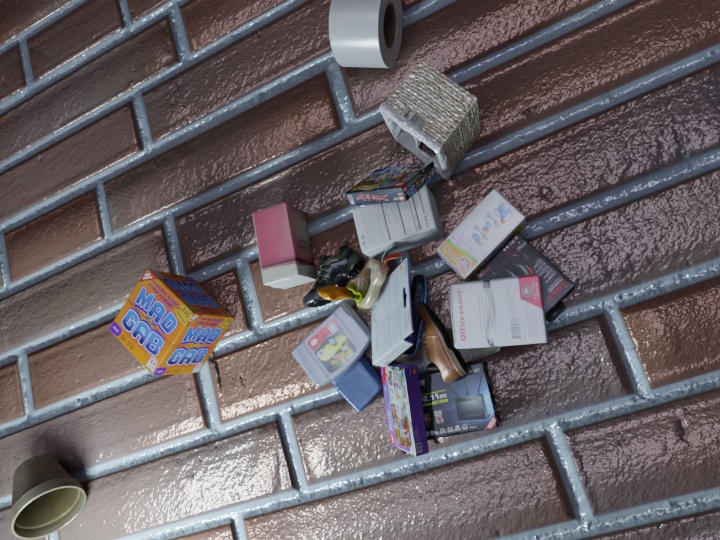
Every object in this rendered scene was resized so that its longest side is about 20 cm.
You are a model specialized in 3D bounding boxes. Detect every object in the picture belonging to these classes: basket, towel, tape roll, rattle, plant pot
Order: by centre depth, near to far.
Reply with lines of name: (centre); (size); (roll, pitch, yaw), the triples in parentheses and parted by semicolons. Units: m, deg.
basket: (0.181, -0.366, 1.363); (0.198, 0.200, 0.161); (42, 91, 19)
rattle: (0.000, 0.000, 1.363); (0.141, 0.201, 0.131); (26, 51, -5)
towel: (-0.029, 0.259, 1.430); (0.112, 0.048, 0.200); (-45, 70, 5)
tape roll: (0.017, -0.641, 1.451); (0.137, 0.202, 0.206); (9, 86, 19)
plant pot: (-0.949, 0.658, 1.645); (0.173, 0.199, 0.201); (39, 96, 36)

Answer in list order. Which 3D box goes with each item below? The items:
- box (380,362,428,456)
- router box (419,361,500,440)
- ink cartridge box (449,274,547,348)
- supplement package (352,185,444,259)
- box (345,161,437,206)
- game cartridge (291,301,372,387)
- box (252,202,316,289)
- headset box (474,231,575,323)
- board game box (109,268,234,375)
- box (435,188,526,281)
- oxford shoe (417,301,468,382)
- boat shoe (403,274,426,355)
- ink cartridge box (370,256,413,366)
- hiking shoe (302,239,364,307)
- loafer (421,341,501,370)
box: (0.103, 0.326, 1.321); (0.039, 0.137, 0.203); (-6, 88, -23)
router box: (0.222, 0.314, 1.326); (0.197, 0.062, 0.152); (-16, 77, 17)
ink cartridge box: (0.308, 0.095, 1.234); (0.197, 0.083, 0.148); (-7, 82, 20)
supplement package: (0.098, -0.118, 1.398); (0.197, 0.117, 0.119); (-18, 75, 16)
box: (0.074, -0.215, 1.374); (0.198, 0.136, 0.038); (2, 125, 47)
game cartridge: (-0.067, 0.196, 1.411); (0.200, 0.041, 0.133); (-43, 74, 5)
box: (-0.204, -0.063, 1.492); (0.107, 0.128, 0.203); (-15, 79, 16)
headset box: (0.392, 0.034, 1.295); (0.149, 0.075, 0.200); (-45, 71, 9)
board game box: (-0.520, 0.146, 1.538); (0.199, 0.200, 0.201); (37, 95, 20)
box: (0.291, -0.078, 1.326); (0.200, 0.112, 0.101); (-46, 73, 9)
oxford shoe: (0.173, 0.166, 1.290); (0.071, 0.071, 0.202); (-35, 60, 20)
boat shoe: (0.121, 0.108, 1.373); (0.068, 0.084, 0.203); (9, 84, -3)
ink cartridge box: (0.085, 0.102, 1.321); (0.200, 0.043, 0.199); (-46, 36, 49)
hiking shoe: (-0.085, 0.012, 1.478); (0.200, 0.076, 0.101); (-41, 64, 1)
loafer: (0.243, 0.200, 1.323); (0.198, 0.070, 0.070); (-18, 120, 21)
